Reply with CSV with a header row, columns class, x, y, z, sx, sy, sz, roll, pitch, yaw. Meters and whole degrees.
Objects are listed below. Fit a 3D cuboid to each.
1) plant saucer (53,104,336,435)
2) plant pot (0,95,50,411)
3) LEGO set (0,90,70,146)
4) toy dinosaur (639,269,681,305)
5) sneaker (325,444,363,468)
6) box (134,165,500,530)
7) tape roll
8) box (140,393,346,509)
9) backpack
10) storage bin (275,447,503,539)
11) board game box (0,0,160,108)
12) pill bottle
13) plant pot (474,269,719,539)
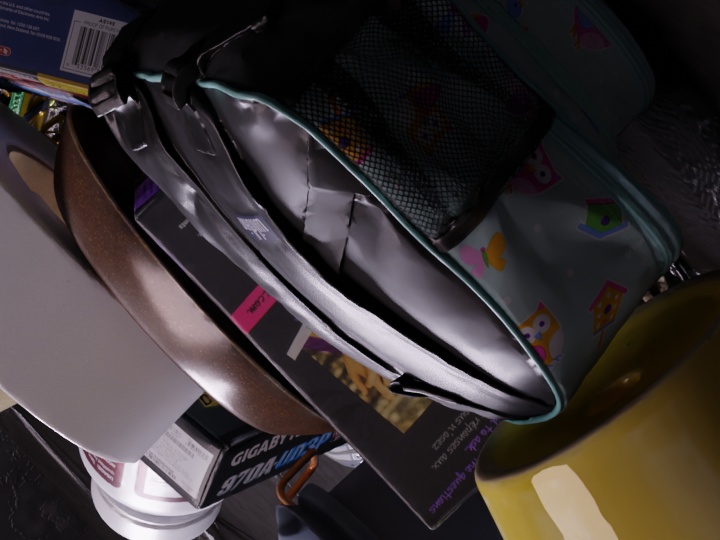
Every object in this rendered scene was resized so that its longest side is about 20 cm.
class,x,y,z,sx,sy,sz,roll,pitch,yaw
plant saucer,-0.080,0.007,1.345,0.200,0.034,0.200,49,-172,-9
plant pot,-0.212,-0.005,1.783,0.187,0.200,0.187,42,166,13
LEGO set,-0.099,-0.069,1.521,0.199,0.116,0.154,30,133,19
toy dinosaur,0.045,-0.011,1.217,0.199,0.088,0.047,32,-156,6
sneaker,-0.005,0.081,1.736,0.081,0.074,0.200,36,174,-7
box,0.000,0.000,1.304,0.200,0.106,0.122,47,-174,-13
tape roll,-0.157,-0.001,1.385,0.202,0.071,0.202,45,-173,-7
box,-0.075,0.041,1.564,0.159,0.200,0.046,39,124,23
backpack,0.023,-0.042,1.060,0.200,0.153,0.176,51,159,-19
storage bin,0.040,0.130,1.484,0.145,0.134,0.200,41,165,14
board game box,-0.171,-0.121,1.371,0.199,0.062,0.200,14,180,4
pill bottle,-0.114,0.074,1.733,0.113,0.113,0.201,39,142,21
plant pot,0.147,0.112,1.077,0.189,0.201,0.201,52,166,-9
